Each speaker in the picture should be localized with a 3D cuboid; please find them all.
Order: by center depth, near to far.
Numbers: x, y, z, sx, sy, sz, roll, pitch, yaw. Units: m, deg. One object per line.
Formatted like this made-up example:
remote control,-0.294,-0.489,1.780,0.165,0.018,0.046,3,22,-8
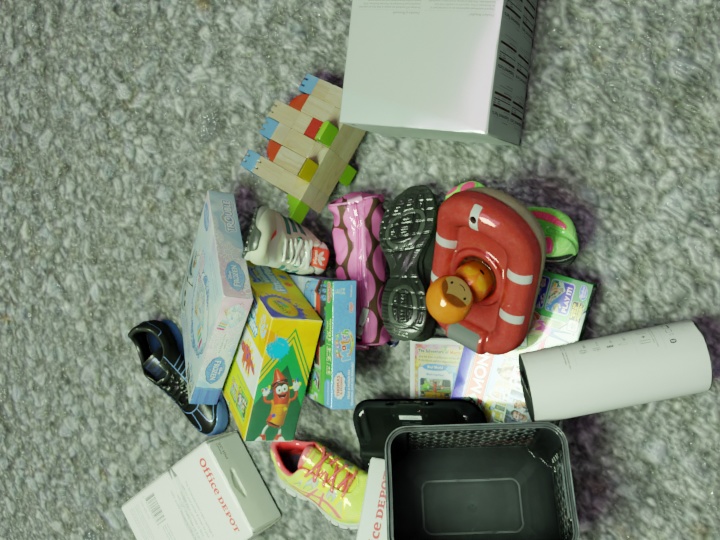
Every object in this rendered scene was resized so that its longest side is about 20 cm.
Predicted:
speaker,0.274,0.111,0.912,0.195,0.081,0.083,-12,87,3

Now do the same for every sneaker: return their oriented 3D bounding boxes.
sneaker,0.173,-0.047,0.996,0.198,0.084,0.078,28,81,41
sneaker,0.069,-0.006,1.050,0.074,0.091,0.205,0,75,26
sneaker,-0.087,-0.033,1.064,0.091,0.200,0.072,17,91,6
sneaker,-0.046,0.270,1.084,0.197,0.079,0.091,9,138,35
sneaker,-0.274,0.161,1.223,0.070,0.078,0.201,-43,74,20

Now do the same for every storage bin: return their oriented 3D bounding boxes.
storage bin,0.125,0.246,0.898,0.195,0.094,0.138,-2,63,0

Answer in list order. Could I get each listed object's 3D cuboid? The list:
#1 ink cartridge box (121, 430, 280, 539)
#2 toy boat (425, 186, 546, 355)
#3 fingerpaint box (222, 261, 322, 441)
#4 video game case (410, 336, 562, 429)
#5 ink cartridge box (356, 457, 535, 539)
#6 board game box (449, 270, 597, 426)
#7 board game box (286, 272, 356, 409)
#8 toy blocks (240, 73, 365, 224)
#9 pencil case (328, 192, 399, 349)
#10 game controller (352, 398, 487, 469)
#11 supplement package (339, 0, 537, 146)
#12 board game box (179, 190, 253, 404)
ink cartridge box,-0.232,0.352,1.206,0.199,0.082,0.148,-38,76,23
toy boat,0.120,0.013,0.911,0.129,0.130,0.204,26,130,30
fingerpaint box,-0.128,0.097,1.087,0.200,0.072,0.170,44,124,58
video game case,0.155,0.179,1.044,0.196,0.024,0.187,1,92,27
ink cartridge box,0.094,0.314,0.964,0.195,0.084,0.148,9,65,7
board game box,0.191,0.096,0.995,0.132,0.029,0.204,16,95,25
board game box,-0.060,0.084,1.076,0.199,0.036,0.155,-174,84,-66
toy blocks,-0.075,-0.177,1.109,0.136,0.100,0.202,31,90,34
pencil case,0.000,0.000,1.074,0.089,0.094,0.205,-5,90,15
game controller,0.075,0.212,1.040,0.197,0.042,0.107,-6,96,36
supplement package,0.097,-0.262,0.988,0.188,0.146,0.205,9,96,25
board game box,-0.198,0.036,1.108,0.202,0.042,0.201,-108,31,-44
